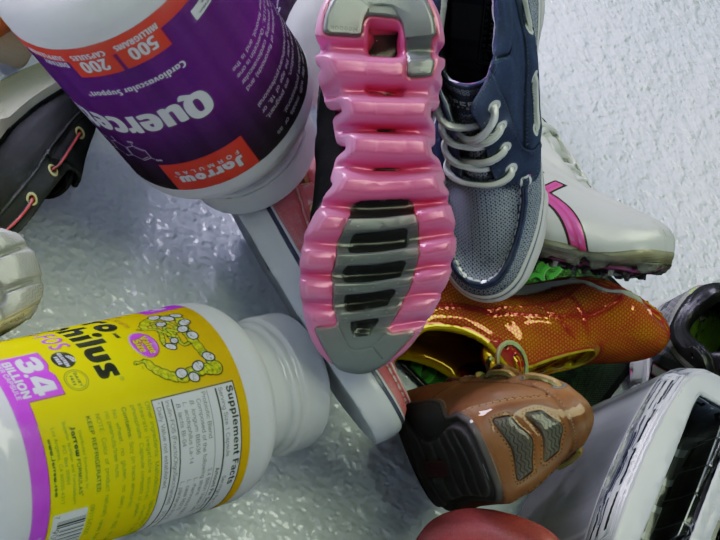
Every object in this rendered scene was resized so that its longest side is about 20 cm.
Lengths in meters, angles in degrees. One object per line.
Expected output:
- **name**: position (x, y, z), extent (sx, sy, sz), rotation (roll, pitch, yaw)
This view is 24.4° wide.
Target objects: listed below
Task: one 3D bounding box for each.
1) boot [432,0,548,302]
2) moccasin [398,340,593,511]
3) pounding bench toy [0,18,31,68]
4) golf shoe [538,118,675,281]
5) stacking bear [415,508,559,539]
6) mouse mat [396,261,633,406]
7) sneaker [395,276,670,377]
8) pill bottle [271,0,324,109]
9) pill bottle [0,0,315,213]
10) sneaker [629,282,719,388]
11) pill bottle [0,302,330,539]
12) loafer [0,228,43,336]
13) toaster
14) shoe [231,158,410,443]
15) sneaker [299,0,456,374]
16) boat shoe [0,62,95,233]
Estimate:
- **boot**: position (0.060, -0.076, 0.903), extent (0.090, 0.072, 0.201), rotation (-29, 119, -69)
- **moccasin**: position (0.067, 0.081, 0.871), extent (0.077, 0.201, 0.074), rotation (-23, 84, -14)
- **pounding bench toy**: position (-0.182, -0.202, 0.956), extent (0.199, 0.124, 0.156), rotation (24, 45, -17)
- **golf shoe**: position (0.099, -0.054, 0.997), extent (0.199, 0.092, 0.073), rotation (21, 6, 25)
- **stacking bear**: position (0.007, 0.213, 0.785), extent (0.200, 0.113, 0.122), rotation (-36, 123, -35)
- **mouse mat**: position (0.097, 0.030, 1.056), extent (0.161, 0.008, 0.200), rotation (44, 45, 3)
- **sneaker**: position (0.095, 0.044, 0.998), extent (0.199, 0.073, 0.077), rotation (4, 58, -19)
- **pill bottle**: position (-0.009, -0.168, 1.023), extent (0.112, 0.113, 0.200), rotation (7, 34, -30)
- **pill bottle**: position (-0.096, -0.114, 0.864), extent (0.200, 0.112, 0.113), rotation (53, 24, -52)
- **sneaker**: position (0.214, 0.090, 1.028), extent (0.073, 0.087, 0.201), rotation (20, 52, -21)
- **pill bottle**: position (-0.113, 0.074, 0.810), extent (0.199, 0.104, 0.105), rotation (-12, 65, -40)
- **loafer**: position (-0.247, 0.031, 0.780), extent (0.199, 0.070, 0.070), rotation (-14, 83, -21)
- **toaster**: position (0.159, 0.137, 0.898), extent (0.113, 0.129, 0.200), rotation (33, 62, -7)
- **shoe**: position (0.000, 0.000, 0.918), extent (0.091, 0.072, 0.200), rotation (-28, 49, -6)
- **sneaker**: position (0.005, -0.046, 0.859), extent (0.079, 0.095, 0.201), rotation (6, 83, -9)
- **boat shoe**: position (-0.183, -0.068, 0.905), extent (0.063, 0.073, 0.202), rotation (65, 30, -22)
